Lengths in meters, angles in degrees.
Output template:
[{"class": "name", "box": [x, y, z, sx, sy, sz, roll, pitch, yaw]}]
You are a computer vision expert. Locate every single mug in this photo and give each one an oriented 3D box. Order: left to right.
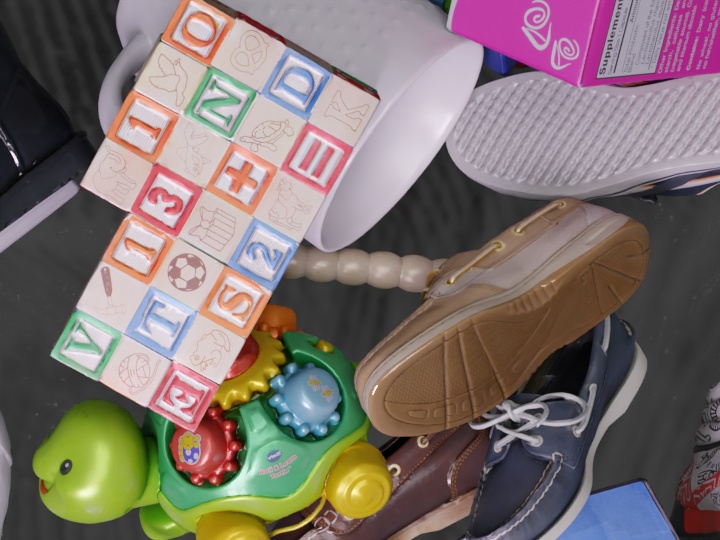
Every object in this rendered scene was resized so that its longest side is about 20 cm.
[{"class": "mug", "box": [-0.058, -0.107, 1.586, 0.175, 0.148, 0.200, 37, 49, 14]}]

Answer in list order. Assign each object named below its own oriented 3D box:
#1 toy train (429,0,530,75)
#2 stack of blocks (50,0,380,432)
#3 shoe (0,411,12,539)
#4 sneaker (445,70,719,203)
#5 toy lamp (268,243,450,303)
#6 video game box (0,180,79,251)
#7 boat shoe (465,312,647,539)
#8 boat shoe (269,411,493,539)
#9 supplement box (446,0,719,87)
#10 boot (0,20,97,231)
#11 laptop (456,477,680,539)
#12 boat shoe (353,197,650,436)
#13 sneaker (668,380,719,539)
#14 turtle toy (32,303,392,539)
[{"class": "toy train", "box": [0.098, -0.225, 1.668, 0.116, 0.085, 0.200, 33, 81, 11]}, {"class": "stack of blocks", "box": [-0.088, -0.033, 1.486, 0.115, 0.059, 0.200, 28, 97, -6]}, {"class": "shoe", "box": [-0.244, 0.134, 1.568, 0.071, 0.091, 0.201, -11, 65, 21]}, {"class": "sneaker", "box": [0.153, -0.076, 1.668, 0.199, 0.079, 0.079, -2, 83, 14]}, {"class": "toy lamp", "box": [0.000, 0.000, 1.651, 0.199, 0.058, 0.058, 7, 87, -6]}, {"class": "video game box", "box": [-0.291, -0.056, 1.600, 0.200, 0.047, 0.182, -39, 95, -23]}, {"class": "boat shoe", "box": [0.104, 0.087, 1.608, 0.200, 0.075, 0.062, -54, 124, -38]}, {"class": "boat shoe", "box": [-0.007, 0.135, 1.637, 0.200, 0.070, 0.070, -31, 104, -17]}, {"class": "supplement box", "box": [0.155, -0.169, 1.573, 0.200, 0.101, 0.104, -7, 118, -47]}, {"class": "boot", "box": [-0.258, -0.078, 1.550, 0.200, 0.076, 0.168, -39, 96, -30]}, {"class": "laptop", "box": [0.106, 0.241, 1.616, 0.200, 0.116, 0.188, -30, 96, -7]}, {"class": "boat shoe", "box": [0.069, 0.023, 1.594, 0.200, 0.069, 0.074, -30, 133, -26]}, {"class": "sneaker", "box": [0.242, 0.105, 1.606, 0.067, 0.201, 0.108, 21, 78, -19]}, {"class": "turtle toy", "box": [-0.082, 0.090, 1.582, 0.200, 0.146, 0.101, -25, 125, -7]}]
